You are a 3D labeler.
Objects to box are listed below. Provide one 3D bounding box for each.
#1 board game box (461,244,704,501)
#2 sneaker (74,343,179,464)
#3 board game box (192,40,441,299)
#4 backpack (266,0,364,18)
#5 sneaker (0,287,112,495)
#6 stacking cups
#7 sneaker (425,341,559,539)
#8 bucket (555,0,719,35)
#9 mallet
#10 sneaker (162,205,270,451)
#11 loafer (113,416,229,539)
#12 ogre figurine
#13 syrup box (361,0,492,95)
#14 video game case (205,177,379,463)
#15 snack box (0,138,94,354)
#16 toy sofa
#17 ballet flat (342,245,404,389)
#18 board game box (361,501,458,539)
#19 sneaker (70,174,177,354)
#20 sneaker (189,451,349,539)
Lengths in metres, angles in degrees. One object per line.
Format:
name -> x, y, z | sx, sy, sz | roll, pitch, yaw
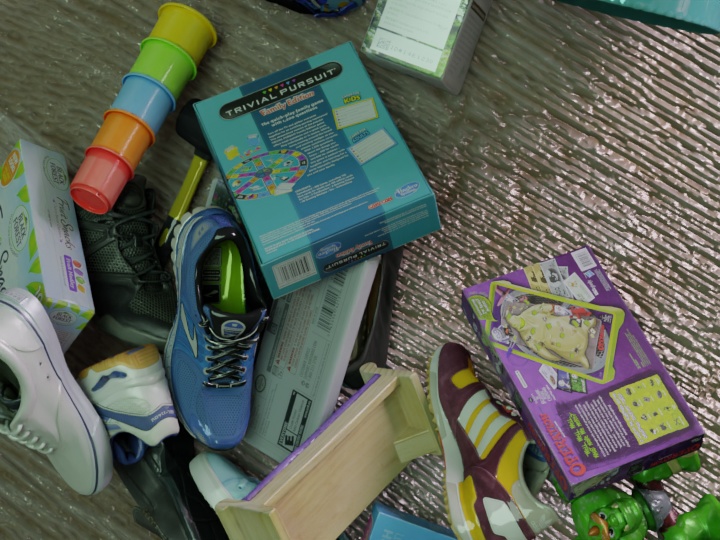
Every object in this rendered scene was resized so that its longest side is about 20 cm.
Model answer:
board game box -> 0.173, 0.077, 1.319 | 0.119, 0.032, 0.201 | -16, 54, -15
sneaker -> -0.226, 0.130, 1.420 | 0.199, 0.075, 0.089 | -24, 87, 52
board game box -> -0.039, -0.087, 1.380 | 0.149, 0.047, 0.201 | -22, 50, -5
backpack -> -0.055, -0.317, 1.387 | 0.133, 0.200, 0.184 | 26, 93, 16
sneaker -> -0.266, 0.112, 1.342 | 0.072, 0.071, 0.202 | 5, 128, 40
stacking cups -> -0.190, -0.137, 1.446 | 0.060, 0.061, 0.202 | 15, 65, 17
sneaker -> 0.110, 0.137, 1.345 | 0.089, 0.075, 0.202 | -19, 50, 14
bucket -> 0.213, -0.272, 1.307 | 0.205, 0.207, 0.137 | 16, 97, 17
mallet -> -0.155, -0.050, 1.487 | 0.065, 0.041, 0.202 | 20, 96, 20
sneaker -> -0.119, 0.052, 1.360 | 0.078, 0.089, 0.203 | -6, 101, -18
loafer -> -0.167, 0.205, 1.460 | 0.072, 0.073, 0.202 | -35, 68, 21
ogre figurine -> 0.229, 0.194, 1.328 | 0.119, 0.098, 0.202 | -26, 94, -4
syrup box -> 0.077, -0.261, 1.405 | 0.078, 0.081, 0.202 | 21, 92, 15
video game case -> -0.083, 0.046, 1.419 | 0.181, 0.023, 0.202 | 27, 109, 32
snack box -> -0.299, 0.006, 1.446 | 0.142, 0.053, 0.201 | -48, 41, 28
toy sofa -> -0.030, 0.165, 1.344 | 0.097, 0.200, 0.084 | 3, 125, 45
ballet flat -> 0.000, 0.000, 1.415 | 0.067, 0.068, 0.203 | 0, 86, 30
board game box -> 0.048, 0.313, 1.371 | 0.151, 0.040, 0.202 | 19, 92, -6
sneaker -> -0.201, -0.011, 1.447 | 0.199, 0.076, 0.115 | 40, 117, 36
sneaker -> -0.056, 0.212, 1.426 | 0.200, 0.074, 0.082 | 42, 91, 6
